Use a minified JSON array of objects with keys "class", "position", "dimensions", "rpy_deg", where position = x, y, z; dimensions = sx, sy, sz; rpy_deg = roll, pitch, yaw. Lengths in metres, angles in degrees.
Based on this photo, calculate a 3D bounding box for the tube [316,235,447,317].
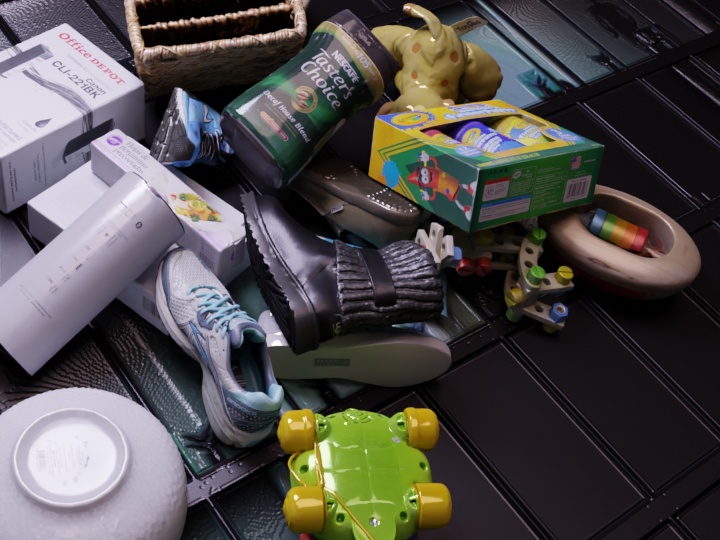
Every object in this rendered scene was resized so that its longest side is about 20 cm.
[{"class":"tube","position":[0.000,0.000,1.159],"dimensions":[0.196,0.051,0.078],"rpy_deg":[14,43,-7]}]

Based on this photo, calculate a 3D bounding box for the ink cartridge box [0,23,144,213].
[{"class":"ink cartridge box","position":[-0.357,-0.174,1.203],"dimensions":[0.144,0.085,0.199],"rpy_deg":[37,50,21]}]

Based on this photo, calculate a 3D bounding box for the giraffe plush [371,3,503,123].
[{"class":"giraffe plush","position":[0.078,-0.201,1.304],"dimensions":[0.170,0.200,0.165],"rpy_deg":[20,78,-10]}]

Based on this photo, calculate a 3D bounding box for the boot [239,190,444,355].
[{"class":"boot","position":[-0.023,-0.012,1.067],"dimensions":[0.155,0.080,0.213],"rpy_deg":[-17,51,-17]}]

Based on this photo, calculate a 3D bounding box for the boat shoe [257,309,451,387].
[{"class":"boat shoe","position":[-0.009,0.070,1.081],"dimensions":[0.196,0.073,0.069],"rpy_deg":[-1,48,-2]}]

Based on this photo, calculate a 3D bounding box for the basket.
[{"class":"basket","position":[-0.167,-0.295,1.240],"dimensions":[0.196,0.149,0.146],"rpy_deg":[-9,83,-8]}]

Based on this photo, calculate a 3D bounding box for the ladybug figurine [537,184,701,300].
[{"class":"ladybug figurine","position":[0.284,-0.029,1.233],"dimensions":[0.198,0.073,0.136],"rpy_deg":[28,47,12]}]

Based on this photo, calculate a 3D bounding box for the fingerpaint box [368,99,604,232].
[{"class":"fingerpaint box","position":[0.136,-0.121,1.181],"dimensions":[0.198,0.075,0.166],"rpy_deg":[-13,32,-37]}]

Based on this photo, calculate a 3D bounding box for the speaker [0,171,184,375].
[{"class":"speaker","position":[-0.263,0.002,1.020],"dimensions":[0.081,0.082,0.200],"rpy_deg":[38,74,22]}]

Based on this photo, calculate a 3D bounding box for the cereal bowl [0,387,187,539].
[{"class":"cereal bowl","position":[-0.240,0.178,0.910],"dimensions":[0.196,0.084,0.202],"rpy_deg":[7,47,-8]}]

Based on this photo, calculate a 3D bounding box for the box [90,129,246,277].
[{"class":"box","position":[-0.198,-0.071,1.108],"dimensions":[0.199,0.042,0.039],"rpy_deg":[38,49,22]}]

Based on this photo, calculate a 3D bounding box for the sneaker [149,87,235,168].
[{"class":"sneaker","position":[-0.175,-0.153,1.196],"dimensions":[0.089,0.079,0.200],"rpy_deg":[23,15,-11]}]

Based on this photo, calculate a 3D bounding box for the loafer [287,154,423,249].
[{"class":"loafer","position":[-0.017,-0.074,1.202],"dimensions":[0.075,0.069,0.199],"rpy_deg":[-12,31,-42]}]

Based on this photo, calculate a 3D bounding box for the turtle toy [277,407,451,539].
[{"class":"turtle toy","position":[0.001,0.206,0.927],"dimensions":[0.143,0.102,0.202],"rpy_deg":[1,48,-10]}]

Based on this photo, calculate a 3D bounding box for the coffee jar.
[{"class":"coffee jar","position":[-0.052,-0.189,1.181],"dimensions":[0.104,0.085,0.200],"rpy_deg":[44,69,0]}]

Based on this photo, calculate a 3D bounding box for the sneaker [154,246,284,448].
[{"class":"sneaker","position":[-0.123,0.057,1.014],"dimensions":[0.077,0.086,0.202],"rpy_deg":[-17,71,-38]}]

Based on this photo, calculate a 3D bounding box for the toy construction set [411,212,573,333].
[{"class":"toy construction set","position":[0.128,-0.007,1.158],"dimensions":[0.197,0.092,0.133],"rpy_deg":[14,45,-29]}]

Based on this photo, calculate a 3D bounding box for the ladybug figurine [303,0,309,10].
[{"class":"ladybug figurine","position":[-0.147,-0.337,1.402],"dimensions":[0.199,0.073,0.136],"rpy_deg":[-30,61,-34]}]

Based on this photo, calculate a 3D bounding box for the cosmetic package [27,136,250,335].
[{"class":"cosmetic package","position":[-0.224,-0.042,1.137],"dimensions":[0.199,0.052,0.151],"rpy_deg":[34,51,17]}]
